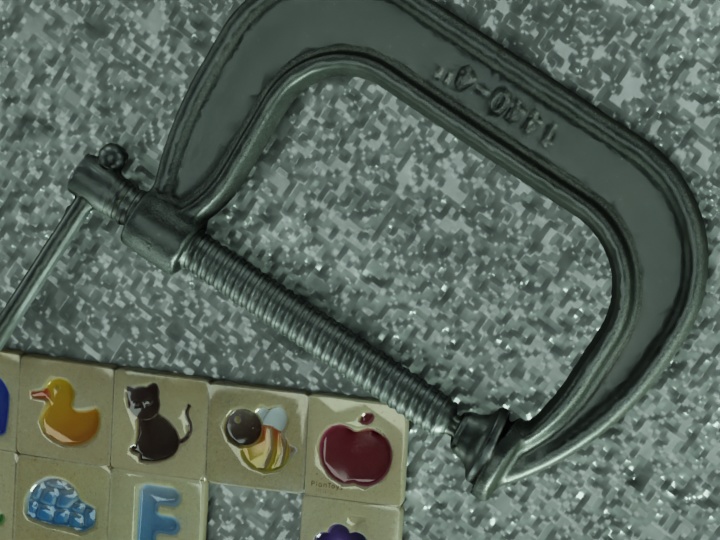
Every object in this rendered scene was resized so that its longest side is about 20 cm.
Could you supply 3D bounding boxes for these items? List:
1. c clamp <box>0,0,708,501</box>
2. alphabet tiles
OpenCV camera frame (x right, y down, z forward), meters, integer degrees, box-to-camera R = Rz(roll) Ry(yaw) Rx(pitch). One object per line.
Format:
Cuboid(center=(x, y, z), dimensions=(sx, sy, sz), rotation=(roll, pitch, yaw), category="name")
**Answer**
Cuboid(center=(0.000, 0.000, 0.895), dimensions=(0.199, 0.027, 0.172), rotation=(28, 97, 10), category="c clamp")
Cuboid(center=(-0.084, 0.113, 0.950), dimensions=(0.199, 0.008, 0.168), rotation=(7, 102, 16), category="alphabet tiles")
